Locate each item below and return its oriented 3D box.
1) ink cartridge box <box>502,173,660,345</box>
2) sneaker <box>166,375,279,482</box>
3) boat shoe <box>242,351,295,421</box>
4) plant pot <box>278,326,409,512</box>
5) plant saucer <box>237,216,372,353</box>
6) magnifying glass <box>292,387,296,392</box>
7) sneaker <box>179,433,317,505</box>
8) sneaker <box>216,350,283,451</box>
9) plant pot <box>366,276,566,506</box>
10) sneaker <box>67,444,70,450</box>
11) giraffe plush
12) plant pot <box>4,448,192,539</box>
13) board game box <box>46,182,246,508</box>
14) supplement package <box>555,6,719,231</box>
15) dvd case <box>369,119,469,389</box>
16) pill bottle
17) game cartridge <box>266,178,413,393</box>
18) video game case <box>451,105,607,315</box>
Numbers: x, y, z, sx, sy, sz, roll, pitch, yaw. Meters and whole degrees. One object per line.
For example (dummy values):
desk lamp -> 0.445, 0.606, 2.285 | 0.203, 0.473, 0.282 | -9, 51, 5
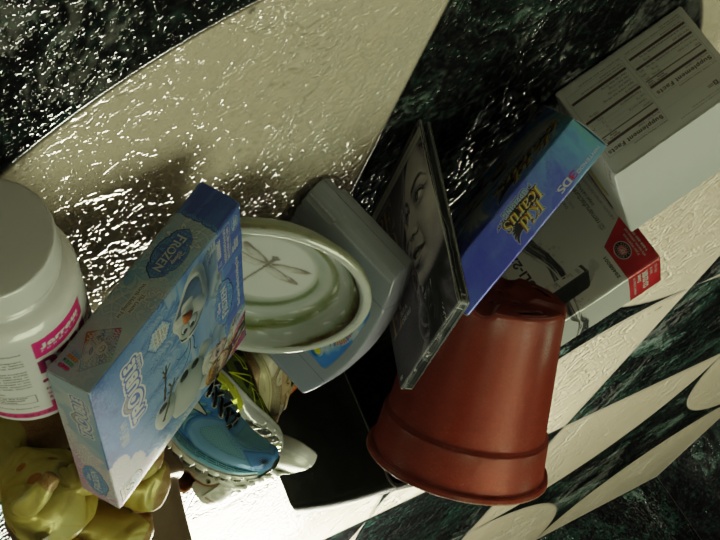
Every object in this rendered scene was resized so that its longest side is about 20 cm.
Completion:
ink cartridge box -> 0.228, -0.001, 1.582 | 0.200, 0.145, 0.084 | -34, 157, 0
sneaker -> -0.153, 0.116, 1.247 | 0.090, 0.200, 0.078 | -52, -178, 11
boat shoe -> -0.100, 0.128, 1.494 | 0.064, 0.071, 0.200 | -31, 161, -19
plant pot -> -0.003, 0.186, 1.611 | 0.177, 0.201, 0.199 | -35, 161, 33
plant saucer -> -0.088, 0.003, 1.208 | 0.199, 0.050, 0.200 | 3, 145, 2
magnifying glass -> -0.041, 0.080, 1.477 | 0.022, 0.080, 0.200 | -14, 157, -39
sneaker -> -0.132, 0.225, 1.506 | 0.199, 0.085, 0.073 | -7, 145, 41
sneaker -> -0.128, 0.125, 1.378 | 0.074, 0.085, 0.200 | -10, 145, 12
plant pot -> 0.122, 0.111, 1.419 | 0.200, 0.200, 0.196 | -8, 116, -47
sneaker -> -0.258, 0.163, 1.361 | 0.199, 0.078, 0.090 | -17, 163, -25
giraffe plush -> -0.292, 0.186, 1.214 | 0.200, 0.162, 0.173 | -10, 127, -51
plant pot -> -0.259, 0.303, 1.458 | 0.200, 0.175, 0.200 | -26, 170, -5
board game box -> -0.162, 0.064, 1.086 | 0.199, 0.043, 0.200 | -54, 163, -29
supplement package -> 0.308, -0.152, 1.421 | 0.155, 0.111, 0.200 | -35, 158, 4
dvd case -> 0.050, -0.015, 1.243 | 0.016, 0.201, 0.149 | 4, 145, -19
pill bottle -> -0.258, 0.024, 0.991 | 0.113, 0.114, 0.200 | -27, 158, -16
game cartridge -> -0.037, 0.024, 1.278 | 0.040, 0.133, 0.200 | -37, 167, -49
video game case -> 0.139, -0.064, 1.293 | 0.200, 0.045, 0.181 | -51, -171, 7
